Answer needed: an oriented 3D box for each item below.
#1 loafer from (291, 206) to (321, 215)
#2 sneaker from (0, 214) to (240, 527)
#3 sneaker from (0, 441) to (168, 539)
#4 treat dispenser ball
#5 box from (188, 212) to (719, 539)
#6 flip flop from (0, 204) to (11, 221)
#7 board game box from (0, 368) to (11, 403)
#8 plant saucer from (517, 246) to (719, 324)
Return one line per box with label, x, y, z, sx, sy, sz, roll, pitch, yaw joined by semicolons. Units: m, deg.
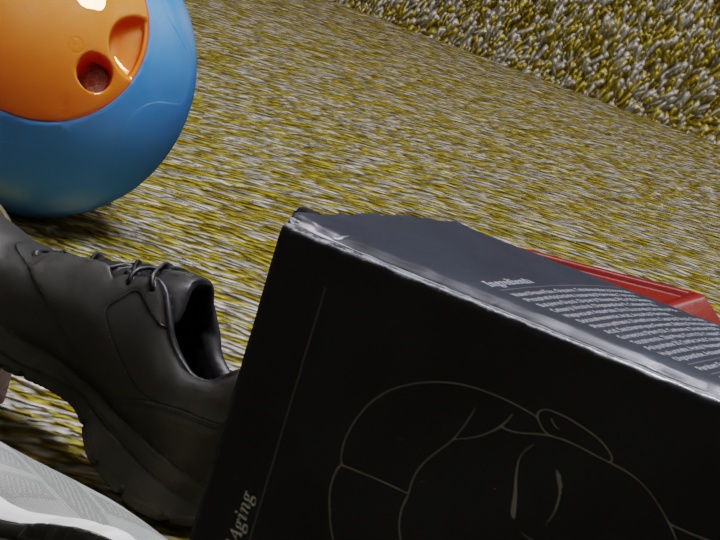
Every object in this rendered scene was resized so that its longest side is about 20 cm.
loafer;0.000;0.000;1.464;0.071;0.073;0.200;11;12;-15
sneaker;-0.112;0.024;1.035;0.200;0.091;0.076;41;18;19
sneaker;-0.134;0.099;0.834;0.200;0.074;0.079;28;6;23
treat dispenser ball;-0.207;-0.135;1.504;0.200;0.202;0.201;16;11;-3
box;0.055;0.108;0.695;0.196;0.201;0.124;22;11;25
flip flop;-0.286;-0.037;1.270;0.199;0.081;0.058;25;27;14
board game box;-0.289;0.021;1.032;0.199;0.041;0.199;21;12;22
plant saucer;0.140;0.021;1.600;0.199;0.037;0.199;14;11;25
